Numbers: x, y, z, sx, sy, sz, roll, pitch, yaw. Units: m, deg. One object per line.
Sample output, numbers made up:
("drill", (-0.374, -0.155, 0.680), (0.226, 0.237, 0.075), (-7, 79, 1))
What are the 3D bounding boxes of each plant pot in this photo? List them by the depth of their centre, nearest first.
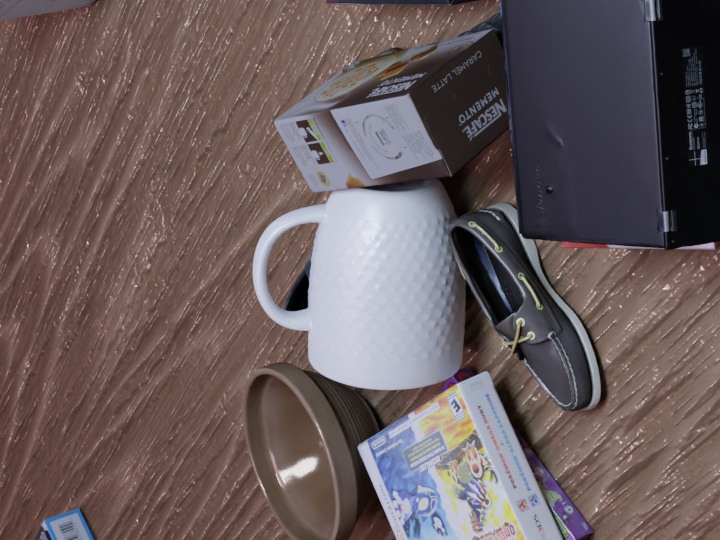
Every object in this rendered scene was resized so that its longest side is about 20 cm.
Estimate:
("plant pot", (-0.038, 0.185, 1.681), (0.201, 0.092, 0.203), (39, 137, 48))

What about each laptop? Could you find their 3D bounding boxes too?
("laptop", (0.219, -0.120, 1.167), (0.116, 0.198, 0.189), (-140, 42, -73))

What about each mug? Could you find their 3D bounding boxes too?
("mug", (0.000, 0.000, 1.477), (0.148, 0.198, 0.177), (-111, 21, -69))

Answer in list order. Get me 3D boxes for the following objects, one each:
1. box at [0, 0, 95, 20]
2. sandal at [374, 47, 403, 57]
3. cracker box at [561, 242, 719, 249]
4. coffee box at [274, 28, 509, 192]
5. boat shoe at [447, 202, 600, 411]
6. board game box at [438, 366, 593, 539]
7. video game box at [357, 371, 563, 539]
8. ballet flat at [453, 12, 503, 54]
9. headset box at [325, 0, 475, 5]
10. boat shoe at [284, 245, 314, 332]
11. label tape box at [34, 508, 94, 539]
("box", (-0.371, -0.380, 1.838), (0.198, 0.199, 0.132), (-20, 88, 55))
("sandal", (-0.011, -0.152, 1.552), (0.199, 0.054, 0.083), (-18, 88, 55))
("cracker box", (0.212, -0.119, 1.224), (0.133, 0.057, 0.202), (1, 105, 37))
("coffee box", (0.034, -0.134, 1.381), (0.199, 0.114, 0.080), (-2, 122, 55))
("boat shoe", (0.140, 0.038, 1.410), (0.203, 0.060, 0.072), (63, 144, 16))
("board game box", (0.129, 0.204, 1.521), (0.201, 0.032, 0.121), (54, 145, 26))
("video game box", (0.091, 0.215, 1.517), (0.200, 0.047, 0.184), (-39, 74, 53))
("ballet flat", (0.130, -0.192, 1.360), (0.067, 0.057, 0.200), (48, 152, -11))
("headset box", (0.034, -0.311, 1.408), (0.199, 0.074, 0.150), (12, 112, 52))
("boat shoe", (-0.019, 0.005, 1.620), (0.200, 0.062, 0.075), (-48, 63, 49))
("label tape box", (-0.435, 0.465, 2.380), (0.144, 0.066, 0.200), (58, 141, 22))
